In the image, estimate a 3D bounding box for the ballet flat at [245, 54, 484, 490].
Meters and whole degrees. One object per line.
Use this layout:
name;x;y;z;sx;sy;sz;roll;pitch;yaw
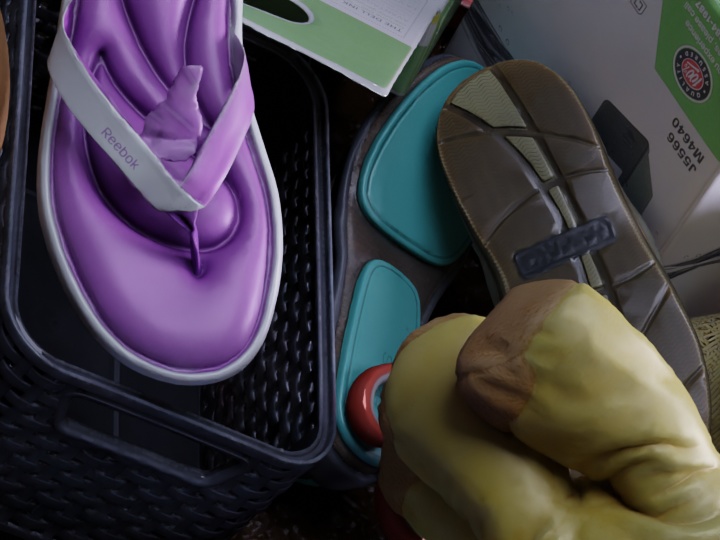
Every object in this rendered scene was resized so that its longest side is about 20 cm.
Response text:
ballet flat;0.000;0.000;1.154;0.073;0.073;0.201;24;56;-9

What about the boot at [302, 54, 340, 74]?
boot;-0.078;-0.176;1.266;0.153;0.073;0.205;-7;83;-5

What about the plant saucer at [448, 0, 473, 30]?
plant saucer;0.124;-0.143;1.370;0.199;0.037;0.200;25;45;-7

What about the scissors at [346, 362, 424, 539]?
scissors;0.074;0.076;1.133;0.199;0.014;0.074;7;67;-40

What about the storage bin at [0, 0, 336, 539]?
storage bin;-0.090;-0.004;1.077;0.135;0.094;0.201;24;45;-28

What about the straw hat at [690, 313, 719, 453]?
straw hat;0.152;0.056;1.173;0.085;0.202;0.202;-1;38;25

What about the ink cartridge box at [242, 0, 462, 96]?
ink cartridge box;-0.038;-0.116;1.131;0.145;0.048;0.200;26;29;1

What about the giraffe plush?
giraffe plush;0.065;0.127;0.975;0.199;0.173;0.162;29;61;14

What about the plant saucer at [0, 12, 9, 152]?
plant saucer;-0.220;-0.063;1.008;0.199;0.037;0.202;-1;79;5

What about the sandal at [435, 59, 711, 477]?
sandal;0.082;0.015;1.131;0.080;0.054;0.201;-19;67;3

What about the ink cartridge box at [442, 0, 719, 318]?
ink cartridge box;0.114;-0.070;1.188;0.084;0.200;0.146;-14;60;-33

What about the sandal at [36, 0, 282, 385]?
sandal;-0.069;-0.062;0.993;0.082;0.050;0.204;-3;72;-8
